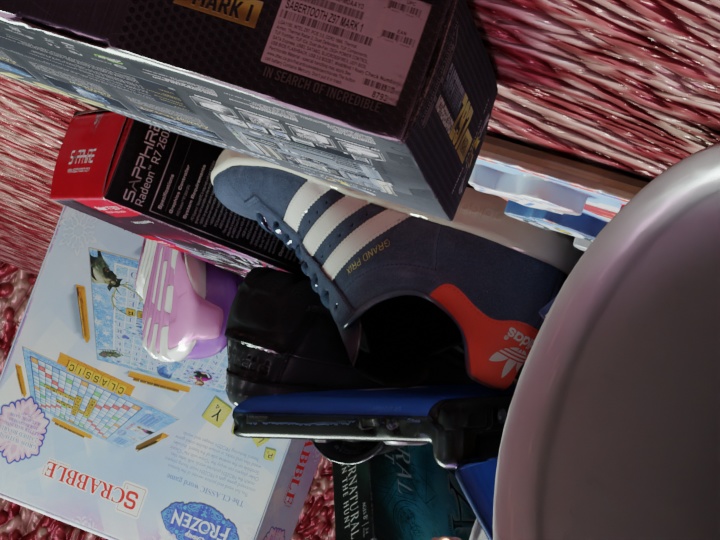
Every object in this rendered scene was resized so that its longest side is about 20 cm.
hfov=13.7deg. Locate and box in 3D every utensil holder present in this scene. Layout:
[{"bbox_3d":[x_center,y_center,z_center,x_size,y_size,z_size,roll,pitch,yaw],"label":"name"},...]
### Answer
[{"bbox_3d":[0.168,0.071,0.889,0.200,0.170,0.170,20,176,-29],"label":"utensil holder"}]

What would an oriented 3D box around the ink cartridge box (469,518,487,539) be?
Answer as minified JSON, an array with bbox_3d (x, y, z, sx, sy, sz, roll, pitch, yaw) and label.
[{"bbox_3d":[0.169,0.108,1.401,0.200,0.146,0.085,18,177,26],"label":"ink cartridge box"}]

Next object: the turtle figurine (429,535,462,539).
[{"bbox_3d":[0.105,0.159,1.328,0.161,0.064,0.200,24,162,15],"label":"turtle figurine"}]

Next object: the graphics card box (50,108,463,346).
[{"bbox_3d":[-0.039,-0.020,1.408,0.200,0.051,0.125,21,175,-17],"label":"graphics card box"}]

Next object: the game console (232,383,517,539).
[{"bbox_3d":[0.067,0.108,1.256,0.171,0.119,0.200,-1,179,33],"label":"game console"}]

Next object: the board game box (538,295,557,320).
[{"bbox_3d":[0.160,0.087,1.207,0.200,0.034,0.135,52,-170,15],"label":"board game box"}]

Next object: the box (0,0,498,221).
[{"bbox_3d":[-0.064,-0.075,0.875,0.200,0.051,0.158,19,175,9],"label":"box"}]

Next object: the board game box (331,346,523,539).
[{"bbox_3d":[0.039,0.087,1.505,0.028,0.200,0.135,-33,131,30],"label":"board game box"}]

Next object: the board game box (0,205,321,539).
[{"bbox_3d":[-0.105,0.059,1.681,0.200,0.200,0.041,18,175,30],"label":"board game box"}]

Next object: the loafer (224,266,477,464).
[{"bbox_3d":[0.001,0.056,1.379,0.068,0.070,0.200,16,173,36],"label":"loafer"}]

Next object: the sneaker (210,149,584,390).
[{"bbox_3d":[0.000,0.000,1.258,0.075,0.085,0.200,25,174,-43],"label":"sneaker"}]

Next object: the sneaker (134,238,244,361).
[{"bbox_3d":[-0.068,0.000,1.553,0.088,0.081,0.200,13,-169,-8],"label":"sneaker"}]

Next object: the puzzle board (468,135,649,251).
[{"bbox_3d":[0.129,-0.005,1.077,0.200,0.017,0.151,18,175,28],"label":"puzzle board"}]
